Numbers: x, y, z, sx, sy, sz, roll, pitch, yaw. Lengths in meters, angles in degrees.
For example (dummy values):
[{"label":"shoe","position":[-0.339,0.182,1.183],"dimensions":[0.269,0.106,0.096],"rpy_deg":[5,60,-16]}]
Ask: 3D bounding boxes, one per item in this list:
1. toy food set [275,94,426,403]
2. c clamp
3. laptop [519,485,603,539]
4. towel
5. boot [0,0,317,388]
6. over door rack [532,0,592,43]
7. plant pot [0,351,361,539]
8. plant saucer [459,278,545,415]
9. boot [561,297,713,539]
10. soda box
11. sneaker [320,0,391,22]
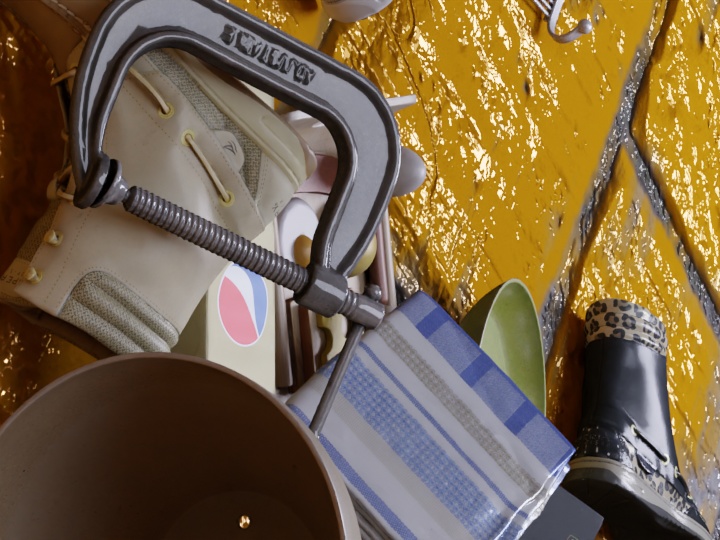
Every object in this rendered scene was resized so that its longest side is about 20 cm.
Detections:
[{"label":"toy food set","position":[0.000,0.000,1.236],"dimensions":[0.143,0.060,0.202],"rpy_deg":[-15,101,-57]},{"label":"c clamp","position":[-0.059,-0.036,0.986],"dimensions":[0.199,0.027,0.172],"rpy_deg":[32,79,-22]},{"label":"laptop","position":[0.047,0.172,1.145],"dimensions":[0.177,0.103,0.201],"rpy_deg":[36,69,-13]},{"label":"towel","position":[0.039,0.099,1.152],"dimensions":[0.147,0.024,0.200],"rpy_deg":[47,33,2]},{"label":"boot","position":[-0.140,-0.055,1.007],"dimensions":[0.200,0.073,0.156],"rpy_deg":[39,77,-13]},{"label":"over door rack","position":[0.143,-0.288,1.491],"dimensions":[0.148,0.066,0.202],"rpy_deg":[40,54,-49]},{"label":"plant pot","position":[-0.081,0.150,0.995],"dimensions":[0.134,0.199,0.202],"rpy_deg":[34,57,-69]},{"label":"plant saucer","position":[0.084,0.106,1.352],"dimensions":[0.200,0.031,0.202],"rpy_deg":[1,90,-72]},{"label":"boot","position":[0.218,0.124,1.556],"dimensions":[0.203,0.073,0.155],"rpy_deg":[39,52,-50]},{"label":"soda box","position":[-0.089,-0.010,1.094],"dimensions":[0.064,0.067,0.202],"rpy_deg":[11,77,-57]},{"label":"sneaker","position":[0.003,-0.255,1.270],"dimensions":[0.081,0.075,0.201],"rpy_deg":[37,55,-39]}]
